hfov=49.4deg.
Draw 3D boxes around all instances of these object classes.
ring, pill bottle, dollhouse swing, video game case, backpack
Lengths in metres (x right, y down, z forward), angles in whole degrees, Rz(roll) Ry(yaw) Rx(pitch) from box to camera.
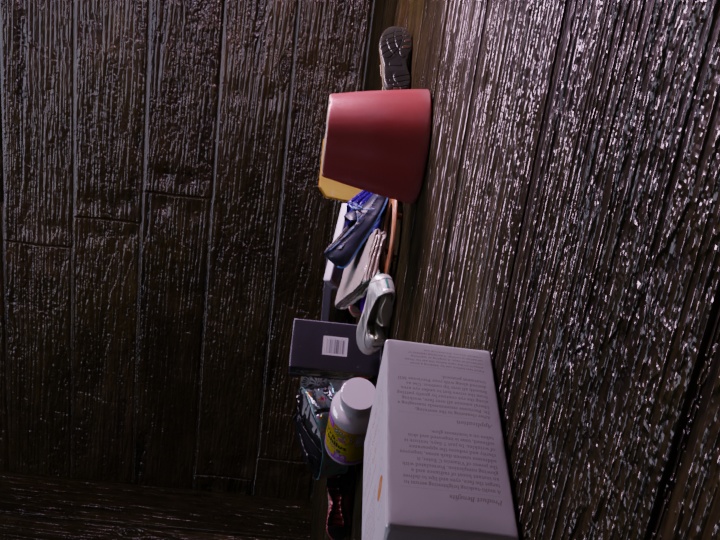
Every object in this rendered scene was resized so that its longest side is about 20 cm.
[{"bbox_3d":[0.065,-0.075,1.642,0.200,0.019,0.206,-174,90,-87],"label":"ring"},{"bbox_3d":[-0.015,0.306,1.596,0.202,0.102,0.106,101,174,-47],"label":"pill bottle"},{"bbox_3d":[-0.022,-0.246,2.044,0.182,0.171,0.205,121,154,-79],"label":"dollhouse swing"},{"bbox_3d":[-0.030,-0.038,1.956,0.182,0.023,0.204,47,-127,-61],"label":"video game case"},{"bbox_3d":[-0.049,0.059,1.995,0.180,0.025,0.205,5,-90,-68],"label":"video game case"},{"bbox_3d":[-0.078,0.399,1.914,0.202,0.150,0.178,-109,25,-48],"label":"backpack"}]

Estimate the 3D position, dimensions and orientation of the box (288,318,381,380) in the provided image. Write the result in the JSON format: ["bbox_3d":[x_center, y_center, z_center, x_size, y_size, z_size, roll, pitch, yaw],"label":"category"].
[{"bbox_3d":[-0.058,0.181,1.732,0.182,0.195,0.107,113,163,-77],"label":"box"}]

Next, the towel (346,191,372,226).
[{"bbox_3d":[0.004,-0.101,1.900,0.148,0.049,0.204,-48,-32,-53],"label":"towel"}]

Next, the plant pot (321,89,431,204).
[{"bbox_3d":[0.023,-0.226,1.376,0.200,0.173,0.206,-174,90,-85],"label":"plant pot"}]

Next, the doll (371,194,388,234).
[{"bbox_3d":[0.043,-0.142,1.818,0.137,0.047,0.204,-61,-20,-69],"label":"doll"}]

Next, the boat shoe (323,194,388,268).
[{"bbox_3d":[-0.008,-0.103,1.689,0.202,0.068,0.084,-59,9,-13],"label":"boat shoe"}]

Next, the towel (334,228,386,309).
[{"bbox_3d":[0.000,0.000,1.703,0.200,0.034,0.135,141,148,-64],"label":"towel"}]

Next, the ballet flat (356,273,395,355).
[{"bbox_3d":[0.034,0.103,1.564,0.070,0.068,0.204,-90,8,-57],"label":"ballet flat"}]

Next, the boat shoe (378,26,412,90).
[{"bbox_3d":[0.073,-0.446,1.721,0.074,0.074,0.204,98,177,-60],"label":"boat shoe"}]

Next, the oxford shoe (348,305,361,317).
[{"bbox_3d":[0.009,0.057,1.926,0.202,0.069,0.075,-72,-11,-51],"label":"oxford shoe"}]

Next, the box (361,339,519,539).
[{"bbox_3d":[0.061,0.191,0.700,0.202,0.104,0.155,-88,7,-50],"label":"box"}]

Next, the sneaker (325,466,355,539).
[{"bbox_3d":[-0.055,0.569,1.966,0.087,0.072,0.205,99,177,-78],"label":"sneaker"}]

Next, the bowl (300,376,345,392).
[{"bbox_3d":[-0.053,0.264,2.015,0.094,0.199,0.203,42,145,25],"label":"bowl"}]

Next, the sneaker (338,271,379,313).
[{"bbox_3d":[-0.003,0.060,1.802,0.201,0.097,0.071,-90,6,-61],"label":"sneaker"}]
